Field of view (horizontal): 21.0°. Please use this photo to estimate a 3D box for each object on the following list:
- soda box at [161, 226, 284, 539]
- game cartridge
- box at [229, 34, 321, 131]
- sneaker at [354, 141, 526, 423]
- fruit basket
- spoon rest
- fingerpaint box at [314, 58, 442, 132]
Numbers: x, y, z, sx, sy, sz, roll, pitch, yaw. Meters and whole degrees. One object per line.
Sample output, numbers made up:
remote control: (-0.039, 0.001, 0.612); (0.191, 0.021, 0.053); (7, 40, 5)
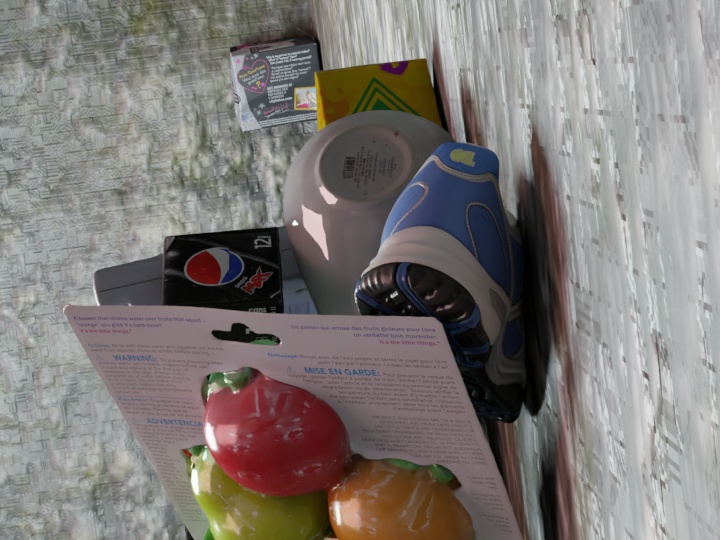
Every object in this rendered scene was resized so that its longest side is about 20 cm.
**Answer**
soda box: (-0.068, 0.079, 1.049); (0.071, 0.063, 0.201); (-96, 3, -55)
game cartridge: (-0.082, 0.018, 1.145); (0.200, 0.132, 0.042); (99, 154, -78)
box: (-0.124, -0.277, 2.851); (0.200, 0.131, 0.116); (-114, 16, -80)
sneaker: (0.046, 0.012, 0.858); (0.200, 0.075, 0.077); (84, -156, -70)
fruit basket: (-0.018, 0.083, 0.873); (0.094, 0.184, 0.201); (-60, -39, -43)
spoon rest: (0.000, 0.000, 0.988); (0.061, 0.099, 0.201); (77, -160, -53)
fingerpaint box: (0.020, 0.005, 1.163); (0.201, 0.073, 0.168); (86, 175, -48)
